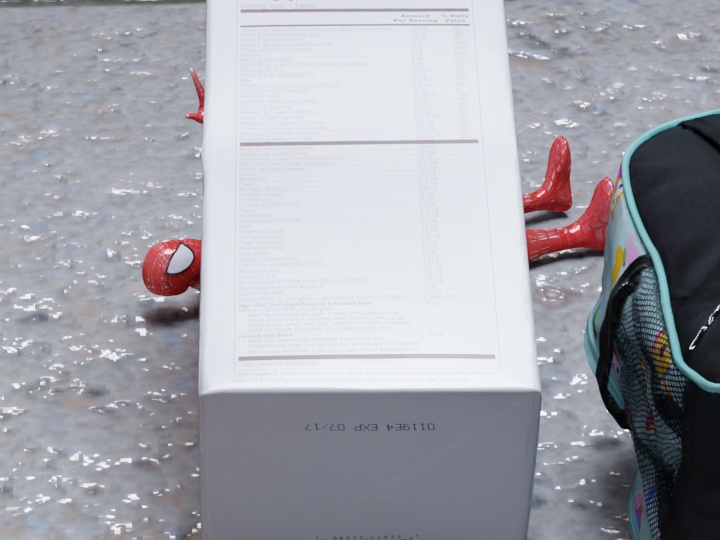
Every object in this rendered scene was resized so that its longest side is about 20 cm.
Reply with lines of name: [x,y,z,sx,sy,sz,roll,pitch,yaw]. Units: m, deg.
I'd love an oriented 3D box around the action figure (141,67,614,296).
action figure: [0.004,-0.038,1.106,0.199,0.099,0.065,-14,31,-20]

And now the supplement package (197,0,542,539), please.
supplement package: [0.000,0.000,0.958,0.113,0.110,0.200,0,48,-2]

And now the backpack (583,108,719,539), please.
backpack: [0.163,0.033,0.914,0.175,0.154,0.200,-2,38,-8]
